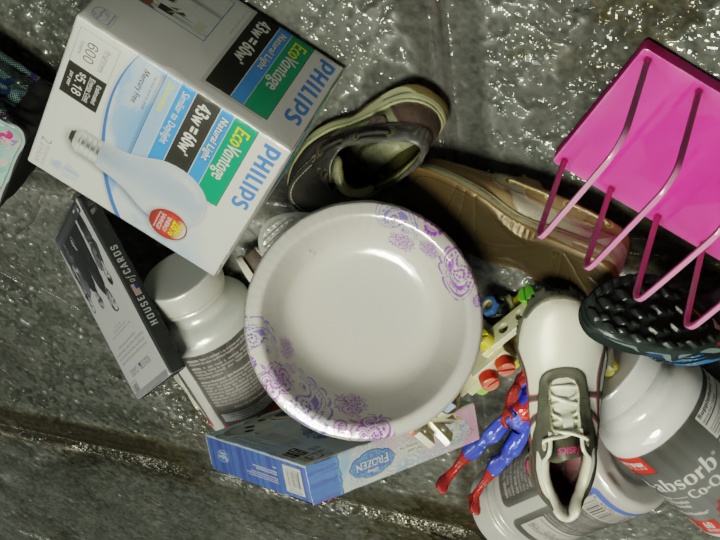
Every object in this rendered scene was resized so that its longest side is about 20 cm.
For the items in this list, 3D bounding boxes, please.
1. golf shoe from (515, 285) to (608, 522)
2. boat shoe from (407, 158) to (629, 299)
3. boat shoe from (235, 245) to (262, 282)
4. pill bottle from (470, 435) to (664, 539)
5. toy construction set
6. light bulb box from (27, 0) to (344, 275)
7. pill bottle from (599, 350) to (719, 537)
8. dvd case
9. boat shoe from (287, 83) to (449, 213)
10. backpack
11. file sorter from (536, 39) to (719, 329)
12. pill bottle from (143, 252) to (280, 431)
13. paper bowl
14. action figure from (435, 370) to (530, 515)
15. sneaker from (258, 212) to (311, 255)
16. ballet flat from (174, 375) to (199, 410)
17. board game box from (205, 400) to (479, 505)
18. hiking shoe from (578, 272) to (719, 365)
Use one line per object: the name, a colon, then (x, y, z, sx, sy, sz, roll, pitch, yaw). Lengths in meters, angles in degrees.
golf shoe: (0.175, 0.112, 0.975, 0.077, 0.088, 0.201, -5, 112, 4)
boat shoe: (0.136, -0.045, 0.998, 0.200, 0.066, 0.074, 30, 142, 14)
boat shoe: (-0.041, 0.043, 1.186, 0.060, 0.072, 0.200, -44, 95, 6)
pill bottle: (0.210, 0.219, 1.199, 0.114, 0.114, 0.200, 38, 138, -14)
toy construction set: (0.128, 0.089, 1.076, 0.200, 0.131, 0.092, -30, 133, 9)
light bulb box: (-0.154, -0.134, 1.009, 0.200, 0.125, 0.198, 32, 139, -5)
pill bottle: (0.295, 0.148, 1.079, 0.200, 0.116, 0.116, 40, 138, -15)
dvd case: (-0.254, 0.031, 1.211, 0.200, 0.025, 0.150, 61, 153, 3)
boat shoe: (-0.006, -0.094, 1.018, 0.072, 0.066, 0.201, 40, 138, -20)
backpack: (-0.411, -0.152, 1.113, 0.200, 0.151, 0.178, 37, 140, -6)
file sorter: (0.255, -0.045, 0.891, 0.200, 0.126, 0.139, 30, 140, -4)
pill bottle: (-0.151, 0.076, 1.237, 0.110, 0.111, 0.200, -2, 132, 29)
paper bowl: (0.002, 0.041, 1.007, 0.200, 0.201, 0.104, 26, -179, 0)
action figure: (0.153, 0.165, 1.142, 0.065, 0.099, 0.200, 32, 107, -7)
sneaker: (0.000, 0.000, 1.101, 0.199, 0.074, 0.082, 20, 176, 1)
ballet flat: (-0.157, 0.148, 1.352, 0.200, 0.062, 0.067, 35, 138, -9)
board game box: (-0.021, 0.166, 1.161, 0.200, 0.199, 0.044, 3, 107, 56)
hiking shoe: (0.256, 0.054, 0.974, 0.200, 0.075, 0.087, 5, 149, -28)
